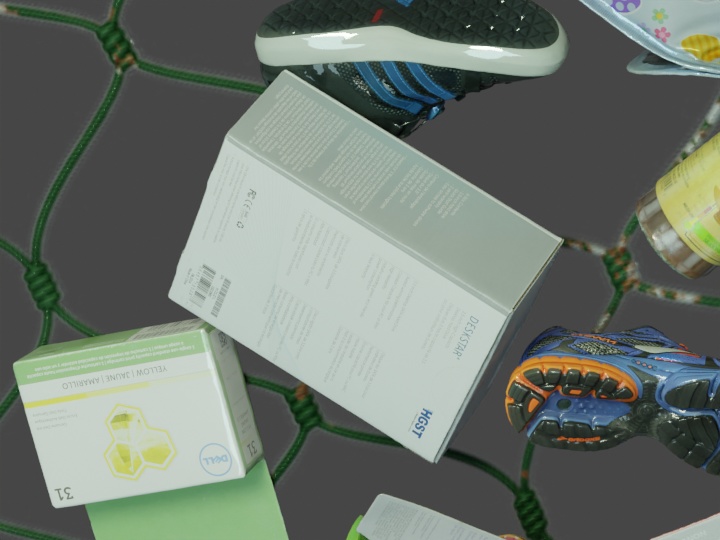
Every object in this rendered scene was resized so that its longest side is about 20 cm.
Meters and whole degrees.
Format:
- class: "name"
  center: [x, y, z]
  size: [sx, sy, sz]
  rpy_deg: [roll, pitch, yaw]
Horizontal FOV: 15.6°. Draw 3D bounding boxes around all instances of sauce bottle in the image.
- class: "sauce bottle"
  center: [0.248, -0.074, 1.511]
  size: [0.200, 0.065, 0.065]
  rpy_deg: [-41, 91, 27]

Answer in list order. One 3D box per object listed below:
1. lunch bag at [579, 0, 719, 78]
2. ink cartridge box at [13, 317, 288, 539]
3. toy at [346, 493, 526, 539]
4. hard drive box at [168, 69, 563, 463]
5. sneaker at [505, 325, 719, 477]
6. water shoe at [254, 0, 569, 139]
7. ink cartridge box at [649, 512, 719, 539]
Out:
- class: "lunch bag"
  center: [0.184, -0.179, 1.441]
  size: [0.200, 0.170, 0.127]
  rpy_deg: [36, 114, 5]
- class: "ink cartridge box"
  center: [-0.132, 0.137, 1.727]
  size: [0.145, 0.048, 0.201]
  rpy_deg: [-10, 101, 22]
- class: "toy"
  center: [0.083, 0.198, 1.659]
  size: [0.199, 0.047, 0.115]
  rpy_deg: [20, 131, -11]
- class: "hard drive box"
  center: [0.000, 0.000, 1.590]
  size: [0.200, 0.077, 0.156]
  rpy_deg: [33, 138, 7]
- class: "sneaker"
  center: [0.187, 0.068, 1.577]
  size: [0.199, 0.079, 0.076]
  rpy_deg: [11, 124, -2]
- class: "water shoe"
  center: [0.035, -0.122, 1.579]
  size: [0.199, 0.072, 0.079]
  rpy_deg: [5, 127, 25]
- class: "ink cartridge box"
  center: [0.173, 0.216, 1.602]
  size: [0.199, 0.045, 0.176]
  rpy_deg: [-24, 127, 23]
